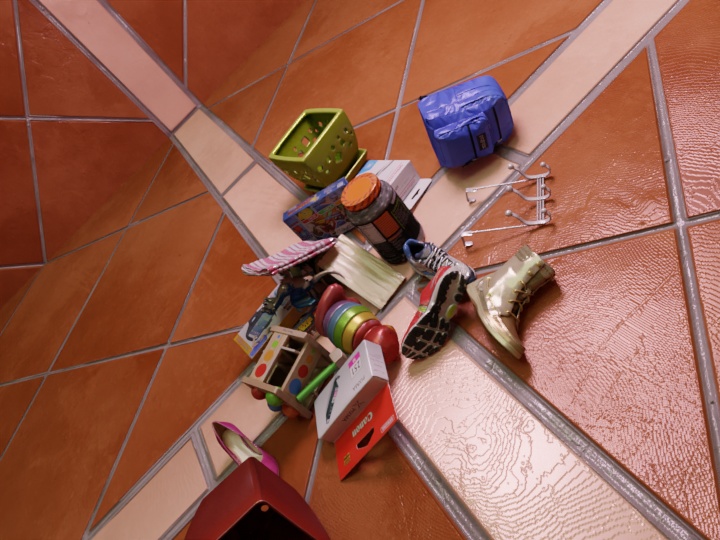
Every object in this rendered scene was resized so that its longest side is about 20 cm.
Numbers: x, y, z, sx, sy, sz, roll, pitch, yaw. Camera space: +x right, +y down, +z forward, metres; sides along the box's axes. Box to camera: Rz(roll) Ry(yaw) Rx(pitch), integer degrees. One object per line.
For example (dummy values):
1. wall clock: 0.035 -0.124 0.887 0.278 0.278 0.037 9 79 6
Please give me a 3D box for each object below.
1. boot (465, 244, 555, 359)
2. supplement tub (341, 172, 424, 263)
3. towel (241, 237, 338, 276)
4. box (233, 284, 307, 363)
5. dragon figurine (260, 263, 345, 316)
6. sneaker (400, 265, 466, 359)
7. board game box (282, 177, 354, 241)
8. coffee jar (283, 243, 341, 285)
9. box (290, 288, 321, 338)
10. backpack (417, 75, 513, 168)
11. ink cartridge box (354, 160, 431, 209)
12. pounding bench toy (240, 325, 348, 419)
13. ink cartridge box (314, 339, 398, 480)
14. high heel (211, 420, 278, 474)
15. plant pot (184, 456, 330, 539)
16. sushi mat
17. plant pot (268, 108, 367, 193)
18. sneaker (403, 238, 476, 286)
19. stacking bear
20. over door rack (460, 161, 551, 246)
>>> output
1. boot: 0.287 0.050 1.070 0.155 0.073 0.201 -38 32 14
2. supplement tub: 0.049 -0.119 1.349 0.121 0.200 0.124 -25 40 23
3. towel: -0.163 -0.036 1.381 0.199 0.030 0.146 -28 16 -33
4. box: -0.211 0.120 1.436 0.201 0.041 0.119 -53 37 -8
5. dragon figurine: -0.137 0.044 1.367 0.197 0.100 0.059 -12 44 -13
6. sneaker: 0.140 0.083 1.172 0.202 0.076 0.085 -60 19 5
7. board game box: -0.085 -0.142 1.553 0.198 0.135 0.035 -27 40 21
8. coffee jar: -0.108 -0.017 1.490 0.198 0.086 0.104 2 40 44
9. box: -0.164 0.141 1.437 0.200 0.040 0.137 -43 36 3
10. backpack: 0.260 -0.342 1.406 0.198 0.163 0.169 -22 50 8
11. ink cartridge box: 0.072 -0.222 1.530 0.199 0.067 0.116 11 57 48
12. pounding bench toy: -0.127 0.226 1.250 0.198 0.124 0.157 5 58 45
13. ink cartridge box: -0.016 0.262 1.122 0.201 0.043 0.175 -53 30 28
14. high heel: -0.242 0.378 1.238 0.068 0.096 0.199 -48 37 -7
15. plant pot: -0.186 0.457 1.047 0.199 0.200 0.176 -42 25 3
16. sushi mat: 0.000 0.000 1.361 0.199 0.012 0.096 34 80 23
17. plant pot: -0.110 -0.332 1.719 0.198 0.182 0.201 18 68 50
18. sneaker: 0.155 -0.013 1.245 0.077 0.085 0.199 -51 38 -10
19. stacking bear: 0.003 0.129 1.241 0.199 0.121 0.114 29 82 44
20. over door rack: 0.298 -0.145 1.251 0.198 0.067 0.149 -15 45 33
